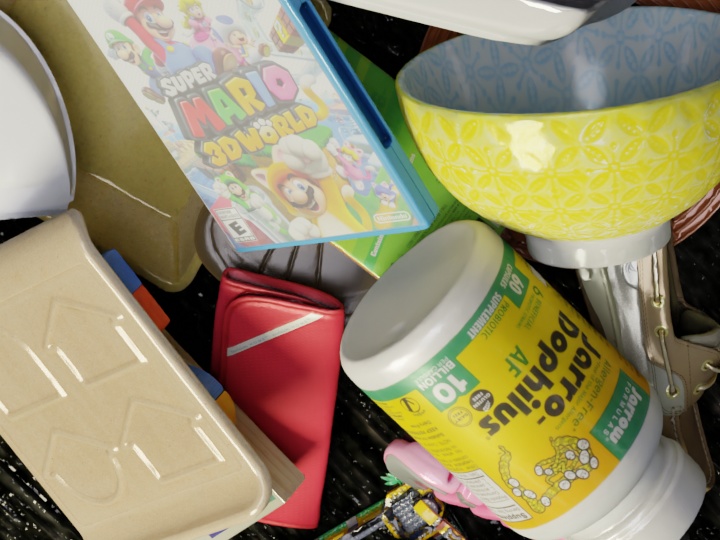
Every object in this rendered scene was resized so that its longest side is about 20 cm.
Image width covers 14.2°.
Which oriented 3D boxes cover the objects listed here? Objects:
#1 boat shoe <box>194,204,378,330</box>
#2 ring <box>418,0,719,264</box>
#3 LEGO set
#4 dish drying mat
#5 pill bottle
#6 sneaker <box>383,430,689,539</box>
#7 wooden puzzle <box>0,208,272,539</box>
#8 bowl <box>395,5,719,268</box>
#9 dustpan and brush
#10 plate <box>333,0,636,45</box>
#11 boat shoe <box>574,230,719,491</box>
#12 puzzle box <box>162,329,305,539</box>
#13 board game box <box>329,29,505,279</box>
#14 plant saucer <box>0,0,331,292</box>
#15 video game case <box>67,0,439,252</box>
[{"bbox_3d":[0.000,0.000,1.676,0.199,0.065,0.073,20,103,-5],"label":"boat shoe"},{"bbox_3d":[0.128,-0.096,1.662,0.200,0.019,0.201,2,107,8],"label":"ring"},{"bbox_3d":[0.027,0.225,1.712,0.153,0.116,0.200,-22,103,13],"label":"LEGO set"},{"bbox_3d":[-0.053,0.080,1.692,0.077,0.018,0.200,13,136,5],"label":"dish drying mat"},{"bbox_3d":[0.094,0.076,1.583,0.113,0.113,0.200,-40,110,17],"label":"pill bottle"},{"bbox_3d":[0.115,0.112,1.686,0.200,0.079,0.096,26,78,-21],"label":"sneaker"},{"bbox_3d":[-0.150,0.066,1.661,0.185,0.046,0.200,-23,104,48],"label":"wooden puzzle"},{"bbox_3d":[0.124,-0.065,1.564,0.199,0.200,0.108,-4,111,10],"label":"bowl"},{"bbox_3d":[-0.239,-0.130,1.649,0.139,0.057,0.201,-5,111,-1],"label":"dustpan and brush"},{"bbox_3d":[0.041,-0.156,1.553,0.199,0.200,0.032,14,102,12],"label":"plate"},{"bbox_3d":[0.175,0.044,1.658,0.066,0.074,0.201,-14,113,16],"label":"boat shoe"},{"bbox_3d":[-0.137,0.081,1.715,0.200,0.025,0.133,47,140,-6],"label":"puzzle box"},{"bbox_3d":[-0.010,-0.069,1.624,0.200,0.030,0.096,37,86,-7],"label":"board game box"},{"bbox_3d":[-0.142,-0.121,1.682,0.200,0.048,0.200,29,108,-1],"label":"plant saucer"},{"bbox_3d":[-0.061,-0.094,1.544,0.143,0.018,0.200,-6,128,40],"label":"video game case"}]
